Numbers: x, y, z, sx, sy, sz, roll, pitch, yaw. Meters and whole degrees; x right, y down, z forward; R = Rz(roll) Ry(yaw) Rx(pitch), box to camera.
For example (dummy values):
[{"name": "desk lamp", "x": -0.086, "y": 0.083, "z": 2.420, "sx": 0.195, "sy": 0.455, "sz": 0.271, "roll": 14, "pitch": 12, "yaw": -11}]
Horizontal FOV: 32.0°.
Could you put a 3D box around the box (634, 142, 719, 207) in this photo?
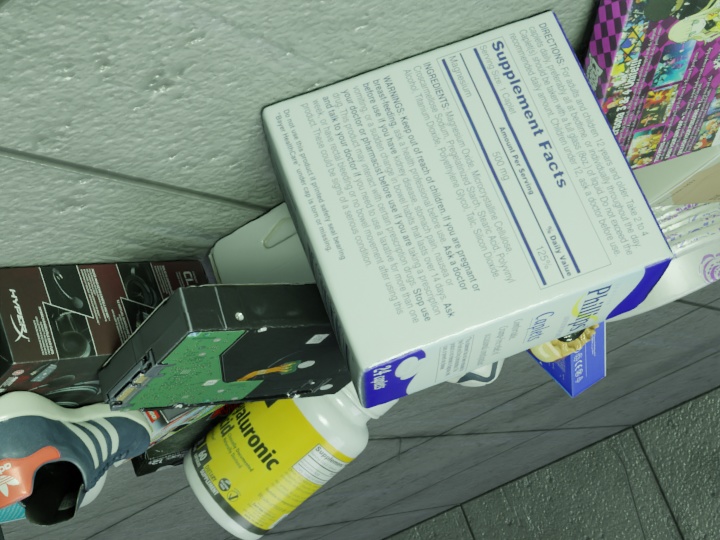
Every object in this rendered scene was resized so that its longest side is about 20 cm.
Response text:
[{"name": "box", "x": 0.308, "y": -0.110, "z": 1.039, "sx": 0.200, "sy": 0.078, "sz": 0.095, "roll": -7, "pitch": 157, "yaw": -39}]

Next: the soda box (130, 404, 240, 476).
[{"name": "soda box", "x": -0.142, "y": 0.149, "z": 1.295, "sx": 0.200, "sy": 0.071, "sz": 0.063, "roll": -12, "pitch": 161, "yaw": -26}]

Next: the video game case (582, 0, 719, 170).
[{"name": "video game case", "x": 0.236, "y": -0.150, "z": 0.847, "sx": 0.181, "sy": 0.036, "sz": 0.200, "roll": -18, "pitch": 150, "yaw": -12}]

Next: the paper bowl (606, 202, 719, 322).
[{"name": "paper bowl", "x": 0.280, "y": -0.038, "z": 1.179, "sx": 0.200, "sy": 0.104, "sz": 0.201, "roll": -19, "pitch": 162, "yaw": -7}]

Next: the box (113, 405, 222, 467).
[{"name": "box", "x": -0.134, "y": 0.103, "z": 1.140, "sx": 0.200, "sy": 0.035, "sz": 0.110, "roll": -28, "pitch": 171, "yaw": -43}]

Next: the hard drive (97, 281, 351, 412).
[{"name": "hard drive", "x": -0.068, "y": 0.053, "z": 0.890, "sx": 0.200, "sy": 0.038, "sz": 0.140, "roll": -2, "pitch": 153, "yaw": -37}]

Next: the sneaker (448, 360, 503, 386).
[{"name": "sneaker", "x": 0.033, "y": 0.065, "z": 1.263, "sx": 0.199, "sy": 0.080, "sz": 0.130, "roll": 1, "pitch": 147, "yaw": 40}]

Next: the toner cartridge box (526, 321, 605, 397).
[{"name": "toner cartridge box", "x": 0.175, "y": 0.021, "z": 1.128, "sx": 0.043, "sy": 0.095, "sz": 0.200, "roll": -31, "pitch": 143, "yaw": -14}]

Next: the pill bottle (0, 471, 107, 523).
[{"name": "pill bottle", "x": -0.322, "y": 0.161, "z": 1.058, "sx": 0.200, "sy": 0.111, "sz": 0.111, "roll": -4, "pitch": 155, "yaw": -44}]

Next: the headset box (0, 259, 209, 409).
[{"name": "headset box", "x": -0.210, "y": 0.059, "z": 0.945, "sx": 0.200, "sy": 0.077, "sz": 0.149, "roll": -1, "pitch": 154, "yaw": -44}]

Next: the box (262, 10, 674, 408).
[{"name": "box", "x": 0.062, "y": -0.037, "z": 0.794, "sx": 0.200, "sy": 0.184, "sz": 0.105, "roll": -19, "pitch": 160, "yaw": -5}]

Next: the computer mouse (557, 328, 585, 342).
[{"name": "computer mouse", "x": 0.115, "y": -0.036, "z": 0.900, "sx": 0.110, "sy": 0.200, "sz": 0.044, "roll": -43, "pitch": 137, "yaw": -9}]

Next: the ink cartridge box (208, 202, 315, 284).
[{"name": "ink cartridge box", "x": 0.000, "y": 0.000, "z": 0.995, "sx": 0.145, "sy": 0.088, "sz": 0.200, "roll": -29, "pitch": 158, "yaw": 23}]

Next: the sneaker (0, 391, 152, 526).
[{"name": "sneaker", "x": -0.215, "y": 0.145, "z": 0.925, "sx": 0.075, "sy": 0.085, "sz": 0.200, "roll": -27, "pitch": 161, "yaw": 18}]

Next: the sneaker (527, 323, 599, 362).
[{"name": "sneaker", "x": 0.135, "y": -0.010, "z": 0.962, "sx": 0.090, "sy": 0.200, "sz": 0.075, "roll": -14, "pitch": 133, "yaw": 35}]

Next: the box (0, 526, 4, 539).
[{"name": "box", "x": -0.359, "y": 0.136, "z": 0.798, "sx": 0.200, "sy": 0.197, "sz": 0.124, "roll": -3, "pitch": 155, "yaw": -46}]

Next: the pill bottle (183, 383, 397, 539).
[{"name": "pill bottle", "x": -0.063, "y": 0.156, "z": 1.202, "sx": 0.200, "sy": 0.111, "sz": 0.111, "roll": -41, "pitch": 159, "yaw": 7}]
